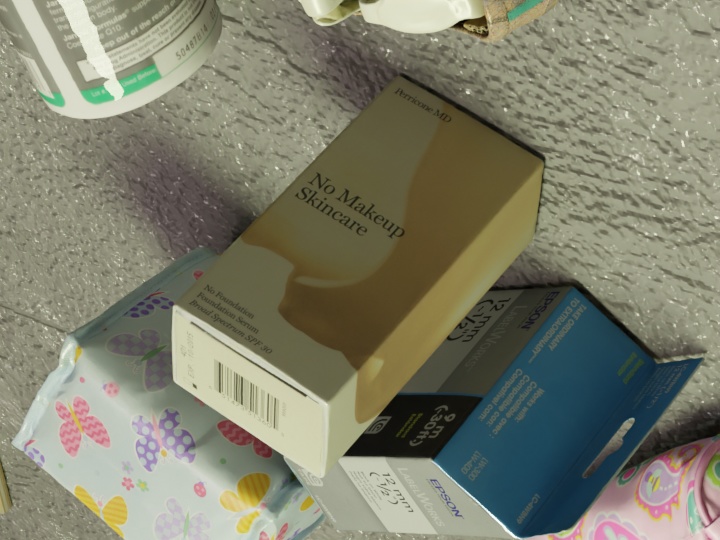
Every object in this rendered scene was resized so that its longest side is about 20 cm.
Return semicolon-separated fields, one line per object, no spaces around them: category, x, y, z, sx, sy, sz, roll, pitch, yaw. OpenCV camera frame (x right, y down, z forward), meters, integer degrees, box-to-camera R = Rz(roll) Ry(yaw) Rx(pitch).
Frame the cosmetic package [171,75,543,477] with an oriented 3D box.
cosmetic package;0.000;0.000;1.340;0.105;0.200;0.071;30;147;18

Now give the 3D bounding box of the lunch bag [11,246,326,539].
lunch bag;-0.081;0.088;1.548;0.169;0.200;0.127;39;129;9

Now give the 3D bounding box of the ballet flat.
ballet flat;0.008;-0.151;1.272;0.199;0.067;0.068;12;138;42

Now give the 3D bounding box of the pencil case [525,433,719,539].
pencil case;0.170;0.149;1.446;0.088;0.088;0.200;47;149;-8

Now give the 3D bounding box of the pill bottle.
pill bottle;-0.161;-0.192;1.372;0.113;0.113;0.201;11;138;42

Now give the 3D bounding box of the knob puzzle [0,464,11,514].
knob puzzle;-0.382;0.107;2.088;0.219;0.030;0.220;30;148;21

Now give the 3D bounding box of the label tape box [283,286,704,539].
label tape box;0.071;0.076;1.408;0.199;0.143;0.066;-7;125;52
